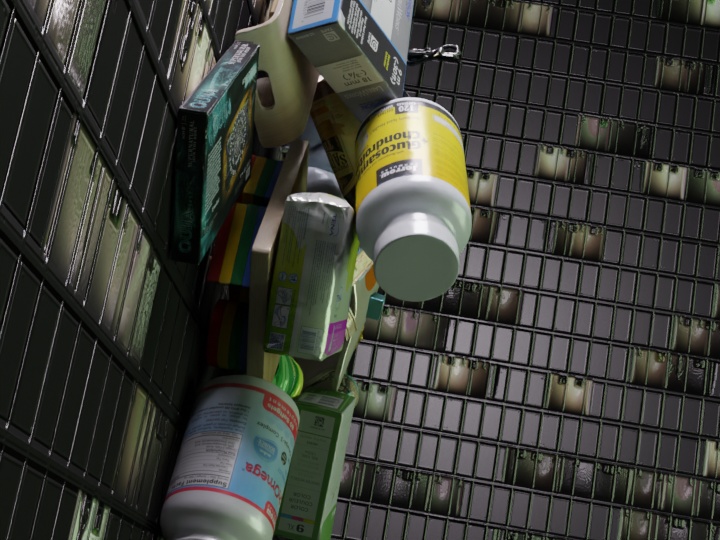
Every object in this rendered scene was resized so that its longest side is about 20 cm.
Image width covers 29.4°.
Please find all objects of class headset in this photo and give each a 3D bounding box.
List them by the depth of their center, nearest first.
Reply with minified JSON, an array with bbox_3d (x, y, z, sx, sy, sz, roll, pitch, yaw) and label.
[{"bbox_3d":[0.075,-0.140,1.488,0.124,0.092,0.203,-102,-176,-75],"label":"headset"}]

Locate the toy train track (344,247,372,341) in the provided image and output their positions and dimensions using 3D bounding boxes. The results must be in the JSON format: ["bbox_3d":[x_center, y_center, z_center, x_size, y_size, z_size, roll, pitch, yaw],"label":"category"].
[{"bbox_3d":[0.000,0.000,1.537,0.200,0.032,0.116,-48,122,-37],"label":"toy train track"}]

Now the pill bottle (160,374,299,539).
[{"bbox_3d":[-0.127,0.208,1.301,0.110,0.107,0.202,93,7,-51],"label":"pill bottle"}]

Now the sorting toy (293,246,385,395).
[{"bbox_3d":[-0.039,0.067,1.632,0.199,0.106,0.182,-25,-135,53],"label":"sorting toy"}]

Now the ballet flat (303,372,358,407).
[{"bbox_3d":[-0.087,0.167,1.692,0.075,0.198,0.069,-36,105,-41],"label":"ballet flat"}]

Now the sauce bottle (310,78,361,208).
[{"bbox_3d":[0.002,-0.111,1.470,0.066,0.065,0.203,-19,87,-85],"label":"sauce bottle"}]

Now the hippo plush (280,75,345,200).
[{"bbox_3d":[-0.063,-0.114,1.566,0.199,0.160,0.162,-18,-149,48],"label":"hippo plush"}]

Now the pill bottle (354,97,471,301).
[{"bbox_3d":[0.050,-0.068,1.323,0.202,0.110,0.113,-92,-175,-49],"label":"pill bottle"}]

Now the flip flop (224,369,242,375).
[{"bbox_3d":[-0.117,0.122,1.591,0.201,0.057,0.082,88,12,-67],"label":"flip flop"}]

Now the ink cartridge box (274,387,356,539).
[{"bbox_3d":[-0.056,0.239,1.518,0.104,0.058,0.203,-29,129,-81],"label":"ink cartridge box"}]

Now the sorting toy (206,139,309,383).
[{"bbox_3d":[-0.108,-0.001,1.395,0.200,0.068,0.202,-75,173,-52],"label":"sorting toy"}]

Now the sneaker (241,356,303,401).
[{"bbox_3d":[-0.129,0.158,1.462,0.084,0.073,0.201,63,38,-38],"label":"sneaker"}]

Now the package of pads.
[{"bbox_3d":[-0.042,0.004,1.363,0.200,0.067,0.157,-5,104,-86],"label":"package of pads"}]

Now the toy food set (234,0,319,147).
[{"bbox_3d":[-0.084,-0.244,1.393,0.145,0.059,0.202,78,17,-46],"label":"toy food set"}]

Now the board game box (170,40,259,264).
[{"bbox_3d":[-0.126,-0.109,1.208,0.201,0.028,0.137,-71,169,-64],"label":"board game box"}]

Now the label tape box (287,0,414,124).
[{"bbox_3d":[0.009,-0.240,1.399,0.200,0.062,0.146,46,43,-47],"label":"label tape box"}]

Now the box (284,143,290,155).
[{"bbox_3d":[-0.027,-0.252,1.692,0.160,0.043,0.203,-41,-146,56],"label":"box"}]
